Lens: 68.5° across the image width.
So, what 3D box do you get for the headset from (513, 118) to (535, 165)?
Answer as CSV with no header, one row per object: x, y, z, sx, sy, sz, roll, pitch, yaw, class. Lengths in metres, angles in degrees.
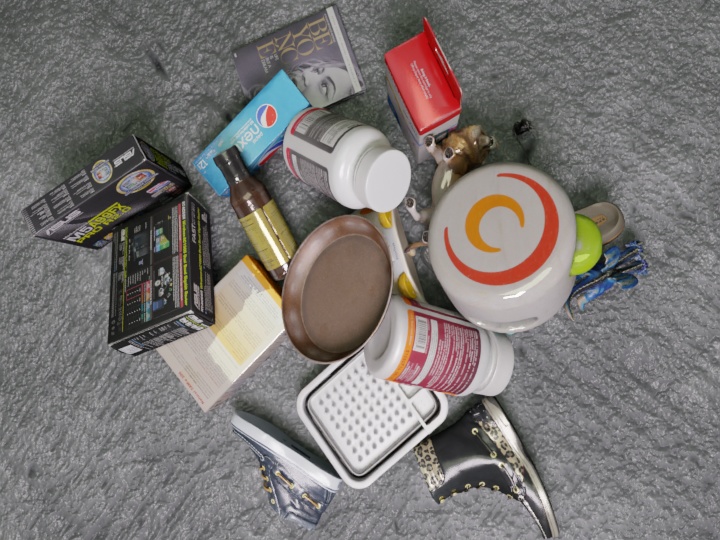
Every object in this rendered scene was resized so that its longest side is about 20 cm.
0.227,-0.122,0.802,0.118,0.094,0.209,10,101,0,headset

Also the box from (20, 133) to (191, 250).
-0.377,-0.111,0.808,0.196,0.160,0.045,-33,84,2,box

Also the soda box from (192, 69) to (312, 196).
-0.165,-0.210,0.829,0.199,0.064,0.068,-43,92,7,soda box

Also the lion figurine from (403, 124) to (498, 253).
0.123,-0.115,0.758,0.071,0.121,0.207,28,101,30,lion figurine

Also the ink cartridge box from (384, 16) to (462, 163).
0.086,-0.244,0.749,0.065,0.200,0.120,-26,83,3,ink cartridge box

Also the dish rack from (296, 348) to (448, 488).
0.017,0.201,0.803,0.198,0.044,0.173,-40,84,2,dish rack

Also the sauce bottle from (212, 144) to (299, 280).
-0.154,-0.087,0.798,0.063,0.065,0.205,-25,106,3,sauce bottle

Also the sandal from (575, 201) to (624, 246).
0.278,-0.041,0.736,0.194,0.055,0.084,-27,56,4,sandal

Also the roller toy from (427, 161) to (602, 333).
0.180,-0.026,0.672,0.182,0.140,0.201,-42,59,3,roller toy

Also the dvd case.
-0.103,-0.326,0.868,0.193,0.016,0.154,-21,84,4,dvd case

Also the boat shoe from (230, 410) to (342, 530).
-0.128,0.300,0.795,0.196,0.071,0.093,32,85,5,boat shoe

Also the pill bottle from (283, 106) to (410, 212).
-0.020,-0.156,0.754,0.198,0.110,0.113,35,90,44,pill bottle

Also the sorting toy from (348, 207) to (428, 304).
0.000,0.000,0.806,0.175,0.106,0.208,-21,83,23,sorting toy

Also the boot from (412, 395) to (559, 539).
0.179,0.306,0.765,0.150,0.073,0.209,-29,80,6,boot

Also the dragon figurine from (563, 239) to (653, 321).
0.342,0.006,0.736,0.099,0.197,0.060,-36,77,39,dragon figurine

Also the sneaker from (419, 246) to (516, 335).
0.169,0.019,0.767,0.196,0.091,0.079,32,121,9,sneaker

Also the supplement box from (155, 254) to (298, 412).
-0.197,0.096,0.817,0.199,0.074,0.127,-43,82,0,supplement box

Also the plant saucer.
-0.029,0.027,0.730,0.195,0.034,0.209,-15,65,34,plant saucer

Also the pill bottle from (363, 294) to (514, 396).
0.110,0.110,0.734,0.193,0.109,0.114,17,87,-22,pill bottle

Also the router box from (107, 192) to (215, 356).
-0.299,0.005,0.797,0.145,0.062,0.207,-20,61,14,router box
